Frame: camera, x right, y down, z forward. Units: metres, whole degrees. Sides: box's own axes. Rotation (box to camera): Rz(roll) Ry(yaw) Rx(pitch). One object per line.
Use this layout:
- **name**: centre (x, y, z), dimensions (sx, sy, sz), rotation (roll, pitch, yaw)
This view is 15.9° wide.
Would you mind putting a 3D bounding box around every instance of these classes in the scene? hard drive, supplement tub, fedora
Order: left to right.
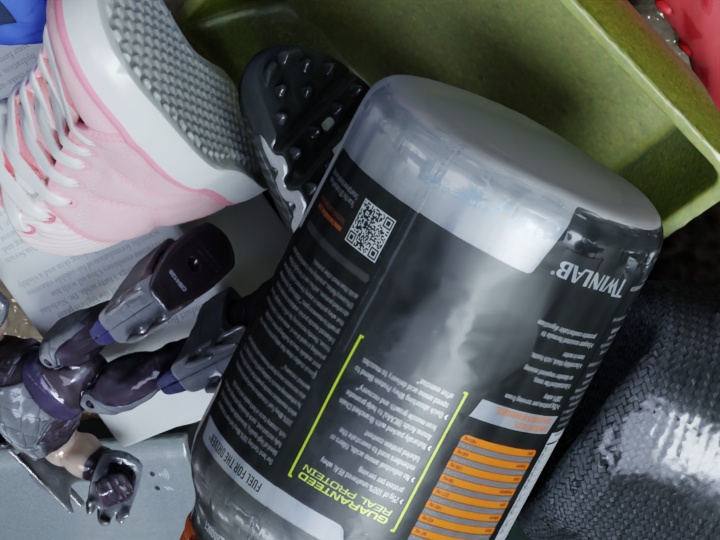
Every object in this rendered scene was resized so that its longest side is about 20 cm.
- **hard drive**: centre (-0.148, 0.140, 1.282), dimensions (0.199, 0.033, 0.140), rotation (-6, 118, 25)
- **supplement tub**: centre (0.016, 0.040, 0.945), dimensions (0.122, 0.123, 0.201), rotation (29, 104, 3)
- **fedora**: centre (0.117, 0.065, 0.980), dimensions (0.091, 0.201, 0.201), rotation (20, 127, -9)

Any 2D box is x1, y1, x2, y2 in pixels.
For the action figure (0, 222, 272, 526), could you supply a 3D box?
- **action figure**: centre (-0.120, 0.043, 1.100), dimensions (0.200, 0.070, 0.130), rotation (-28, 117, 39)

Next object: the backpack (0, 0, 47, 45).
- **backpack**: centre (-0.140, -0.173, 0.994), dimensions (0.199, 0.169, 0.163), rotation (-1, 160, 16)

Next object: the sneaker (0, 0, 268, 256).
- **sneaker**: centre (-0.106, -0.052, 0.983), dimensions (0.104, 0.200, 0.076), rotation (-18, 77, 7)

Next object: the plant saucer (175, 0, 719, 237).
- **plant saucer**: centre (0.042, -0.082, 1.019), dimensions (0.200, 0.048, 0.200), rotation (46, 147, -3)

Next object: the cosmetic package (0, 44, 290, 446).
- **cosmetic package**: centre (-0.111, -0.031, 1.135), dimensions (0.101, 0.071, 0.200), rotation (-22, 110, 33)

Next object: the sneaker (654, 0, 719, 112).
- **sneaker**: centre (0.140, -0.108, 1.000), dimensions (0.115, 0.078, 0.201), rotation (21, 129, 31)

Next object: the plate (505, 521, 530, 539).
- **plate**: centre (0.132, 0.169, 1.190), dimensions (0.199, 0.026, 0.201), rotation (11, 123, 17)

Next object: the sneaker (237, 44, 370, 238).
- **sneaker**: centre (0.000, 0.000, 1.048), dimensions (0.090, 0.066, 0.200), rotation (-14, 117, 52)
